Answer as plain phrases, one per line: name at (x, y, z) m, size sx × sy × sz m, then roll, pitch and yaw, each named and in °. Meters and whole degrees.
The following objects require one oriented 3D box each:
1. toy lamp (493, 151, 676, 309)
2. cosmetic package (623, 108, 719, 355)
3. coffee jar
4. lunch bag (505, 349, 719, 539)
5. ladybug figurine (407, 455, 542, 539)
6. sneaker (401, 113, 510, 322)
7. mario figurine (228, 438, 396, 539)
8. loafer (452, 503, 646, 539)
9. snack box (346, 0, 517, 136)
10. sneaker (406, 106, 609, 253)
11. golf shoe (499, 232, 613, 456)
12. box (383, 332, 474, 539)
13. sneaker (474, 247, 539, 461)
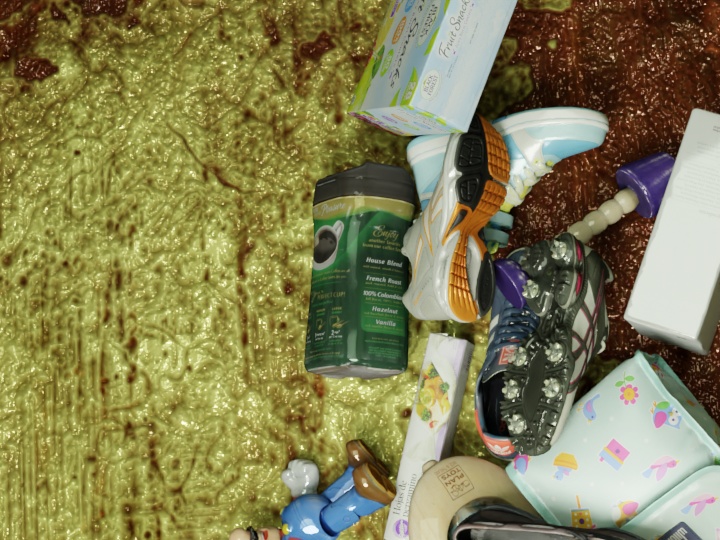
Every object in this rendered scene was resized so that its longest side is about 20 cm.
toy lamp at (0.212, -0.042, 1.694) m, size 0.200 × 0.058 × 0.058 m, roll -34°, pitch 72°, yaw -13°
cosmetic package at (0.308, -0.033, 1.662) m, size 0.071 × 0.101 × 0.201 m, roll 17°, pitch 85°, yaw 19°
coffee jar at (0.000, 0.000, 1.746) m, size 0.104 × 0.085 × 0.201 m, roll -13°, pitch 72°, yaw 60°
lunch bag at (0.256, 0.198, 1.624) m, size 0.170 × 0.122 × 0.200 m, roll -41°, pitch 73°, yaw 12°
ladybug figurine at (0.112, 0.260, 1.668) m, size 0.135 × 0.072 × 0.201 m, roll -26°, pitch 82°, yaw -22°
sneaker at (0.076, -0.048, 1.678) m, size 0.092 × 0.076 × 0.201 m, roll -10°, pitch 63°, yaw 46°
mario figurine at (-0.068, 0.238, 1.716) m, size 0.200 × 0.123 × 0.106 m, roll -42°, pitch 76°, yaw 6°
loafer at (0.169, 0.248, 1.557) m, size 0.199 × 0.063 × 0.072 m, roll 12°, pitch 98°, yaw 33°
snack box at (0.070, -0.215, 1.716) m, size 0.067 × 0.200 × 0.169 m, roll 23°, pitch 85°, yaw -18°
sneaker at (0.145, -0.076, 1.732) m, size 0.199 × 0.079 × 0.131 m, roll -12°, pitch 75°, yaw 24°
golf shoe at (0.182, 0.070, 1.615) m, size 0.077 × 0.088 × 0.201 m, roll -4°, pitch 69°, yaw 50°
box at (0.065, 0.160, 1.732) m, size 0.038 × 0.041 × 0.201 m, roll 11°, pitch 84°, yaw 18°
sneaker at (0.146, 0.074, 1.699) m, size 0.075 × 0.084 × 0.201 m, roll 2°, pitch 80°, yaw 17°
